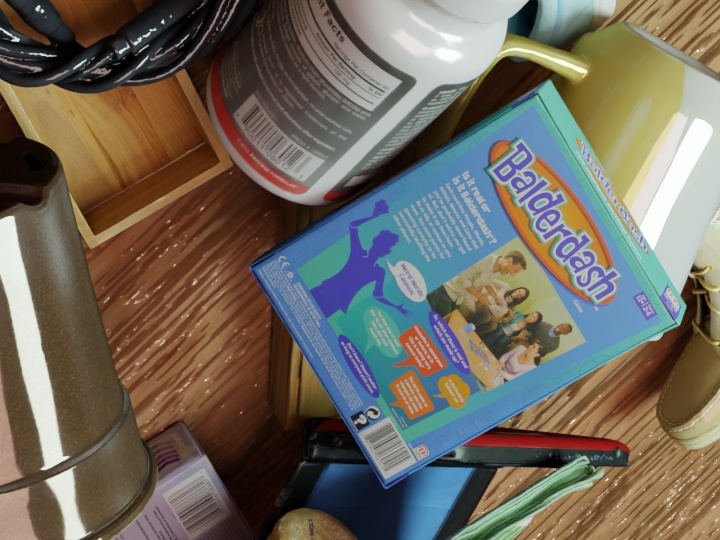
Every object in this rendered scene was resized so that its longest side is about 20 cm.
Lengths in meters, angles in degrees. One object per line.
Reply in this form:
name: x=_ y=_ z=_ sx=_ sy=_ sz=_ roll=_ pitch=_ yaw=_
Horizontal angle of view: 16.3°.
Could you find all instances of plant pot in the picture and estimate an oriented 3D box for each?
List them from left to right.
plant pot: x=-0.226 y=0.041 z=1.395 sx=0.199 sy=0.200 sz=0.200 roll=-15 pitch=114 yaw=-16

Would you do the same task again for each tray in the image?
tray: x=-0.158 y=-0.118 z=1.421 sx=0.098 sy=0.037 sz=0.201 roll=-31 pitch=126 yaw=-6
tray: x=0.000 y=0.000 z=1.550 sx=0.098 sy=0.037 sz=0.201 roll=-8 pitch=122 yaw=-21

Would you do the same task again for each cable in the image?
cable: x=-0.125 y=-0.169 z=1.354 sx=0.199 sy=0.051 sz=0.164 roll=3 pitch=116 yaw=-27

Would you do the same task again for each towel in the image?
towel: x=0.048 y=0.187 z=1.547 sx=0.152 sy=0.023 sz=0.200 roll=-24 pitch=167 yaw=-45

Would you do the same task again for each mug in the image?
mug: x=0.143 y=-0.063 z=1.475 sx=0.154 sy=0.149 sz=0.186 roll=-59 pitch=153 yaw=11

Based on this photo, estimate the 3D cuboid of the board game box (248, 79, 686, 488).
board game box: x=0.060 y=0.009 z=1.416 sx=0.199 sy=0.045 sz=0.153 roll=-30 pitch=95 yaw=19

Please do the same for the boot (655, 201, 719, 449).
boot: x=0.224 y=0.007 z=1.639 sx=0.155 sy=0.073 sz=0.201 roll=30 pitch=100 yaw=-36

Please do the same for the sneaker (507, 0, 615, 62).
sneaker: x=0.094 y=-0.206 z=1.452 sx=0.082 sy=0.074 sz=0.201 roll=-38 pitch=128 yaw=-25

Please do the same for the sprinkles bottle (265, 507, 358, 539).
sprinkles bottle: x=-0.071 y=0.229 z=1.536 sx=0.068 sy=0.069 sz=0.200 roll=16 pitch=130 yaw=-30

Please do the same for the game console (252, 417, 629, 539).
game console: x=0.048 y=0.156 z=1.586 sx=0.199 sy=0.171 sz=0.120 roll=6 pitch=88 yaw=-49

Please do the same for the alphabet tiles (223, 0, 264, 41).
alphabet tiles: x=-0.004 y=-0.176 z=1.476 sx=0.166 sy=0.006 sz=0.200 roll=-42 pitch=126 yaw=1

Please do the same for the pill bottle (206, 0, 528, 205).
pill bottle: x=0.010 y=-0.132 z=1.382 sx=0.115 sy=0.117 sz=0.200 roll=15 pitch=142 yaw=-30

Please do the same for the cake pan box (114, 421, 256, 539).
cake pan box: x=-0.145 y=0.216 z=1.605 sx=0.184 sy=0.052 sz=0.201 roll=-34 pitch=126 yaw=-6
